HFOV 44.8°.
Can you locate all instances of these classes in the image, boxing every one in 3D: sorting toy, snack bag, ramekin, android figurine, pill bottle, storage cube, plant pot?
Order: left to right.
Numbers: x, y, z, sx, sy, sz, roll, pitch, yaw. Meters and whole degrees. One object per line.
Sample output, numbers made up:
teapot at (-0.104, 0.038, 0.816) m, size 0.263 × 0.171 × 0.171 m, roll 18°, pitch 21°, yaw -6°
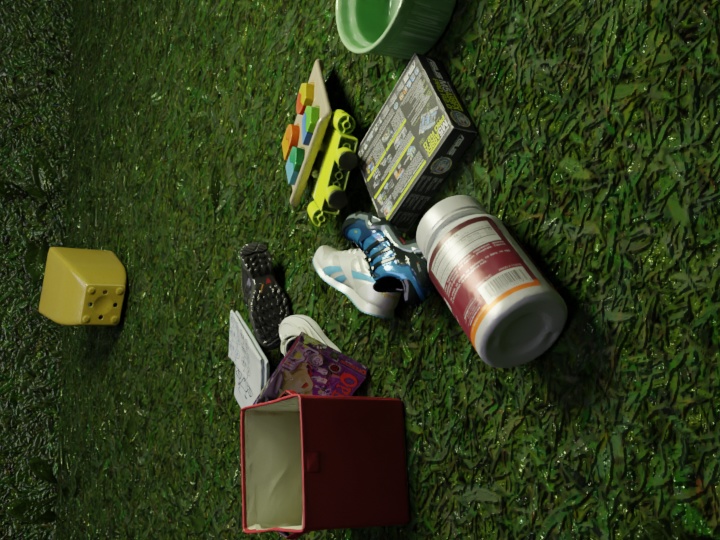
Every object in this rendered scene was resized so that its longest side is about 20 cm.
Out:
plant pot at (-0.751, 0.064, 2.422) m, size 0.199 × 0.193 × 0.198 m, roll 28°, pitch 109°, yaw 47°
snack bag at (-0.209, 0.202, 1.620) m, size 0.189 × 0.021 × 0.202 m, roll -133°, pitch 41°, yaw -52°
sorting toy at (-0.097, -0.237, 1.485) m, size 0.201 × 0.036 × 0.186 m, roll -97°, pitch 25°, yaw -49°
storage cube at (-0.052, 0.274, 1.242) m, size 0.170 × 0.178 × 0.202 m, roll -22°, pitch 65°, yaw 51°
android figurine at (-0.046, -0.165, 1.403) m, size 0.200 × 0.041 × 0.184 m, roll -120°, pitch 44°, yaw -67°
ramekin at (0.055, -0.406, 1.272) m, size 0.199 × 0.097 × 0.202 m, roll -15°, pitch 72°, yaw 56°
pill bottle at (0.147, 0.007, 1.035) m, size 0.115 × 0.113 × 0.201 m, roll -63°, pitch 37°, yaw 30°

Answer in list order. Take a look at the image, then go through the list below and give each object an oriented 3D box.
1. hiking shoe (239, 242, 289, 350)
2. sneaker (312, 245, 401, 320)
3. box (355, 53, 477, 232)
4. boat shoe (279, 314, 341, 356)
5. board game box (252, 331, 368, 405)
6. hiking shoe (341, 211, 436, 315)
hiking shoe at (-0.177, 0.054, 1.609) m, size 0.101 × 0.075 × 0.202 m, roll 114°, pitch 145°, yaw -68°
sneaker at (0.000, 0.000, 1.323) m, size 0.200 × 0.076 × 0.081 m, roll 35°, pitch 107°, yaw 47°
box at (0.073, -0.181, 1.255) m, size 0.201 × 0.044 × 0.161 m, roll -56°, pitch 42°, yaw 38°
boat shoe at (-0.100, 0.128, 1.459) m, size 0.200 × 0.065 × 0.073 m, roll 41°, pitch 119°, yaw 53°
board game box at (-0.085, 0.191, 1.380) m, size 0.201 × 0.119 × 0.032 m, roll -56°, pitch 14°, yaw 38°
hiking shoe at (0.031, -0.018, 1.207) m, size 0.199 × 0.074 × 0.087 m, roll 29°, pitch 76°, yaw 43°
